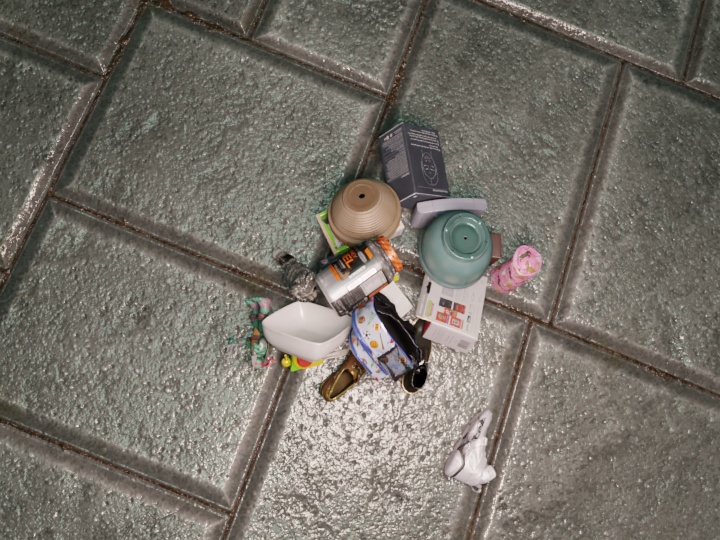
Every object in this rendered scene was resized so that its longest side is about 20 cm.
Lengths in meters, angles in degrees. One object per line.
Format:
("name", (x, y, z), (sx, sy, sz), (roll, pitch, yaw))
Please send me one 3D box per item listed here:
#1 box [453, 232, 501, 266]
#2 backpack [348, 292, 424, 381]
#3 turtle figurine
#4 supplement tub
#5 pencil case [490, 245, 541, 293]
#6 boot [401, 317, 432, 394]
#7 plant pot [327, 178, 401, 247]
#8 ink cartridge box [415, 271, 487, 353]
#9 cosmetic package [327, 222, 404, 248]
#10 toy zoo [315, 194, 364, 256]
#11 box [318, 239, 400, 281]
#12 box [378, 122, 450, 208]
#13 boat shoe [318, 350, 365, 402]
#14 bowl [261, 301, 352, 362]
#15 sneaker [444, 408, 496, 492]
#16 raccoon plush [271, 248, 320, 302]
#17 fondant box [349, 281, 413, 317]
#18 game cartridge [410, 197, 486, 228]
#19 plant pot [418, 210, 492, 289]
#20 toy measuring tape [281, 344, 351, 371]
("box", (0.283, -0.068, 1.633), (0.194, 0.100, 0.077), (9, 77, -4))
("backpack", (0.054, 0.160, 1.469), (0.152, 0.201, 0.193), (-30, 107, 9))
("turtle figurine", (-0.276, 0.177, 1.535), (0.099, 0.147, 0.206), (19, 69, -45))
("supplement tub", (-0.003, 0.010, 1.438), (0.198, 0.123, 0.124), (-34, 83, -4))
("pencil case", (0.414, -0.001, 1.579), (0.080, 0.200, 0.089), (-10, 77, -8))
("boot", (0.160, 0.219, 1.543), (0.075, 0.139, 0.206), (8, 77, -3))
("plant pot", (0.008, -0.168, 1.529), (0.195, 0.093, 0.206), (-3, 62, 5))
("ink cartridge box", (0.233, 0.089, 1.571), (0.171, 0.085, 0.203), (20, 54, -1))
("cosmetic package", (0.012, -0.114, 1.633), (0.196, 0.071, 0.103), (-26, 82, -9))
("toy zoo", (-0.008, -0.133, 1.580), (0.196, 0.021, 0.133), (-24, 65, -8))
("box", (0.000, 0.000, 1.589), (0.196, 0.038, 0.139), (-24, 117, -10))
("box", (0.149, -0.284, 1.632), (0.146, 0.106, 0.206), (1, 75, -41))
("boat shoe", (-0.021, 0.266, 1.542), (0.072, 0.068, 0.200), (46, 76, -15))
("bowl", (-0.131, 0.160, 1.501), (0.196, 0.199, 0.077), (14, 113, 25))
("sneaker", (0.312, 0.472, 1.540), (0.114, 0.075, 0.202), (34, 83, 2))
("raccoon plush", (-0.183, 0.011, 1.544), (0.197, 0.134, 0.098), (31, 84, 15))
("fondant box", (0.024, 0.064, 1.553), (0.144, 0.058, 0.201), (-40, 109, -1))
("game cartridge", (0.243, -0.159, 1.632), (0.194, 0.134, 0.042), (-4, 70, -5))
("plant pot", (0.255, -0.068, 1.510), (0.194, 0.134, 0.206), (2, 75, -5))
("toy measuring tape", (-0.115, 0.210, 1.555), (0.195, 0.074, 0.075), (-15, 80, -12))
